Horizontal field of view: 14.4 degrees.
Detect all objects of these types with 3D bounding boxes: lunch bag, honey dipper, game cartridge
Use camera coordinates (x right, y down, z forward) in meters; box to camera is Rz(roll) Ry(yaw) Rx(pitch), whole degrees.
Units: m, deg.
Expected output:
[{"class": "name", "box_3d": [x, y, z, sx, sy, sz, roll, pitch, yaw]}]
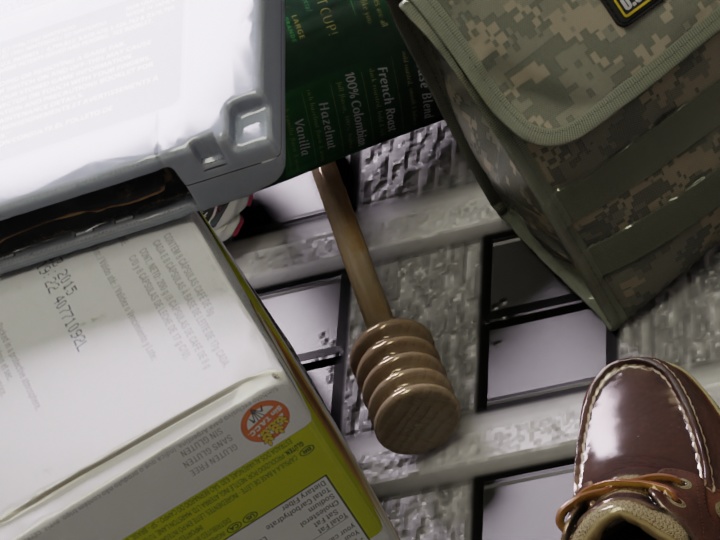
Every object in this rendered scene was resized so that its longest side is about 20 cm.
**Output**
[{"class": "lunch bag", "box_3d": [0.107, -0.105, 1.137, 0.164, 0.200, 0.118, -38, 44, -4]}, {"class": "honey dipper", "box_3d": [0.000, 0.000, 1.234, 0.038, 0.038, 0.200, -28, 41, 7]}, {"class": "game cartridge", "box_3d": [-0.120, -0.062, 1.075, 0.199, 0.042, 0.134, -16, 41, 16]}]

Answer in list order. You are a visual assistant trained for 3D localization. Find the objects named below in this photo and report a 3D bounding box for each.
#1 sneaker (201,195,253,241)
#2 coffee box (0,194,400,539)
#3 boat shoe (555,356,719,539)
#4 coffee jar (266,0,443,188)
[{"class": "sneaker", "box_3d": [-0.139, -0.017, 1.295, 0.199, 0.075, 0.081, -27, 45, 7]}, {"class": "coffee box", "box_3d": [-0.108, 0.089, 1.103, 0.199, 0.198, 0.200, -32, 44, 0]}, {"class": "boat shoe", "box_3d": [0.109, 0.104, 1.054, 0.072, 0.072, 0.201, -16, 48, 18]}, {"class": "coffee jar", "box_3d": [0.012, -0.107, 1.246, 0.199, 0.086, 0.105, -18, 46, -5]}]
